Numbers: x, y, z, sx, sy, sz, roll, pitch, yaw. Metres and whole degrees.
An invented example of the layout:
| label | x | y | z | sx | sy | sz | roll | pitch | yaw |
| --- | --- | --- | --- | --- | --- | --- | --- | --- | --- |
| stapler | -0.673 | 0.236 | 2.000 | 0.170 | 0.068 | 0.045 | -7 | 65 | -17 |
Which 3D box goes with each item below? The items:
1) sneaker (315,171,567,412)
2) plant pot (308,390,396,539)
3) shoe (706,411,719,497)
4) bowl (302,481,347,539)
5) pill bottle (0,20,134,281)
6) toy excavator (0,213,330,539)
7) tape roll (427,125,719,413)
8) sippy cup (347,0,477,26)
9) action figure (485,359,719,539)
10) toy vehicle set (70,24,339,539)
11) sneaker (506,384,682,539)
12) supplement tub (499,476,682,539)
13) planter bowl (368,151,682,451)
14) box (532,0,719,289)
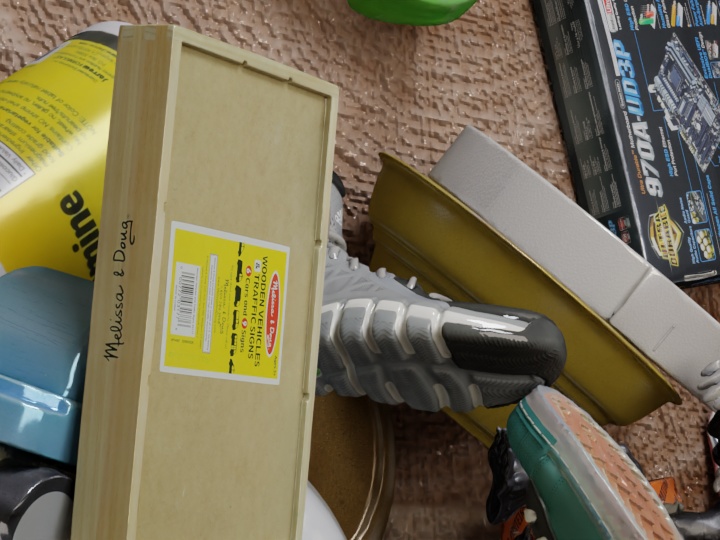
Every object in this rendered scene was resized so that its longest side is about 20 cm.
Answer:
| label | x | y | z | sx | sy | sz | roll | pitch | yaw |
| --- | --- | --- | --- | --- | --- | --- | --- | --- | --- |
| sneaker | 0.000 | 0.000 | 0.936 | 0.075 | 0.198 | 0.116 | 70 | 24 | -54 |
| plant pot | -0.057 | 0.083 | 0.991 | 0.199 | 0.027 | 0.202 | 12 | 70 | -35 |
| shoe | 0.268 | 0.065 | 1.210 | 0.091 | 0.071 | 0.202 | 26 | 68 | -35 |
| bowl | -0.078 | 0.154 | 0.878 | 0.199 | 0.090 | 0.203 | 5 | 75 | -17 |
| pill bottle | -0.156 | -0.018 | 0.887 | 0.200 | 0.112 | 0.113 | -39 | 102 | -33 |
| toy excavator | -0.096 | 0.031 | 0.824 | 0.194 | 0.099 | 0.201 | 27 | 82 | -57 |
| tape roll | 0.122 | 0.000 | 1.047 | 0.202 | 0.203 | 0.037 | 39 | 93 | -23 |
| sippy cup | 0.016 | -0.225 | 1.072 | 0.129 | 0.140 | 0.178 | 12 | 26 | -23 |
| action figure | 0.166 | 0.114 | 0.956 | 0.198 | 0.102 | 0.120 | -4 | 64 | -10 |
| toy vehicle set | -0.058 | 0.014 | 0.791 | 0.124 | 0.026 | 0.202 | 14 | 79 | -60 |
| sneaker | 0.109 | 0.149 | 0.873 | 0.201 | 0.080 | 0.071 | 59 | 17 | 14 |
| supplement tub | 0.138 | 0.214 | 1.040 | 0.122 | 0.122 | 0.202 | -6 | 82 | -38 |
| planter bowl | 0.061 | 0.034 | 1.023 | 0.200 | 0.200 | 0.084 | 41 | 88 | -21 |
| box | 0.192 | -0.090 | 1.213 | 0.158 | 0.046 | 0.202 | -9 | 83 | -38 |
